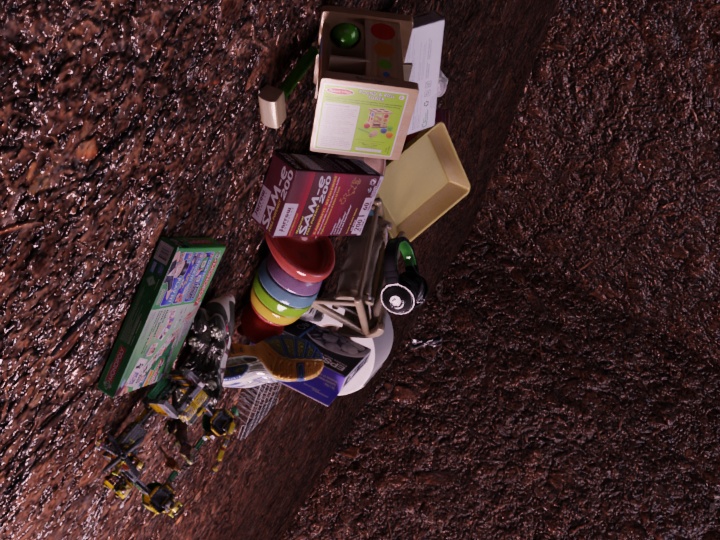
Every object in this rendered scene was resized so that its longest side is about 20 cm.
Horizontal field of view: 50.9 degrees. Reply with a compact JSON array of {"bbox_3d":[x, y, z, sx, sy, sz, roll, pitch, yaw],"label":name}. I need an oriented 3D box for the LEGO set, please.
[{"bbox_3d":[-0.248,0.230,1.023,0.200,0.155,0.115,-43,-163,-30],"label":"LEGO set"}]

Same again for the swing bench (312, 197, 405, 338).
[{"bbox_3d":[0.000,0.000,1.411,0.200,0.127,0.203,46,52,-56],"label":"swing bench"}]

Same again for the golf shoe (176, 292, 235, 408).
[{"bbox_3d":[-0.223,0.129,1.130,0.088,0.076,0.203,-59,173,-59],"label":"golf shoe"}]

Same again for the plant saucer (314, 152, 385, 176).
[{"bbox_3d":[-0.045,-0.140,1.250,0.198,0.037,0.202,-32,150,-21],"label":"plant saucer"}]

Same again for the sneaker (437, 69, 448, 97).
[{"bbox_3d":[0.110,-0.363,1.403,0.076,0.098,0.200,-64,167,25],"label":"sneaker"}]

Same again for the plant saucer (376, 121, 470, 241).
[{"bbox_3d":[0.104,-0.171,1.484,0.199,0.049,0.201,-39,137,-4],"label":"plant saucer"}]

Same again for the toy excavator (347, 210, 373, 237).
[{"bbox_3d":[0.037,-0.177,1.545,0.196,0.098,0.202,-56,158,-33],"label":"toy excavator"}]

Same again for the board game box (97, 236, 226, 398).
[{"bbox_3d":[-0.248,0.055,0.958,0.203,0.029,0.134,-64,169,8],"label":"board game box"}]

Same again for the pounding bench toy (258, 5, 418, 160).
[{"bbox_3d":[-0.034,-0.256,0.997,0.125,0.195,0.159,106,-14,-54],"label":"pounding bench toy"}]

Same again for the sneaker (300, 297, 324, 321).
[{"bbox_3d":[-0.115,0.049,1.395,0.077,0.079,0.200,-58,166,-6],"label":"sneaker"}]

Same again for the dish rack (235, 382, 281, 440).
[{"bbox_3d":[-0.199,0.237,1.524,0.153,0.054,0.203,-41,158,-57],"label":"dish rack"}]

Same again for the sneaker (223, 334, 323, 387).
[{"bbox_3d":[-0.160,0.153,1.244,0.088,0.195,0.077,120,-30,-65],"label":"sneaker"}]

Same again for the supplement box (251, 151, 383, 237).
[{"bbox_3d":[-0.062,-0.113,1.149,0.198,0.061,0.111,-5,125,-49],"label":"supplement box"}]

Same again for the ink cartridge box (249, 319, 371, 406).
[{"bbox_3d":[-0.101,0.157,1.411,0.200,0.195,0.044,-38,148,-64],"label":"ink cartridge box"}]

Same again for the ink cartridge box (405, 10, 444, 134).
[{"bbox_3d":[0.042,-0.301,1.234,0.197,0.043,0.199,-22,139,-23],"label":"ink cartridge box"}]

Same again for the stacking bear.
[{"bbox_3d":[-0.133,0.038,1.232,0.119,0.115,0.201,11,129,-32],"label":"stacking bear"}]

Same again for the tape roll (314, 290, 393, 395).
[{"bbox_3d":[-0.039,0.152,1.657,0.206,0.200,0.139,-66,168,20],"label":"tape roll"}]

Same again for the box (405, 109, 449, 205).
[{"bbox_3d":[0.138,-0.232,1.606,0.100,0.093,0.206,89,2,-87],"label":"box"}]

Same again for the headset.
[{"bbox_3d":[0.094,0.040,1.372,0.123,0.092,0.205,-16,99,-67],"label":"headset"}]
